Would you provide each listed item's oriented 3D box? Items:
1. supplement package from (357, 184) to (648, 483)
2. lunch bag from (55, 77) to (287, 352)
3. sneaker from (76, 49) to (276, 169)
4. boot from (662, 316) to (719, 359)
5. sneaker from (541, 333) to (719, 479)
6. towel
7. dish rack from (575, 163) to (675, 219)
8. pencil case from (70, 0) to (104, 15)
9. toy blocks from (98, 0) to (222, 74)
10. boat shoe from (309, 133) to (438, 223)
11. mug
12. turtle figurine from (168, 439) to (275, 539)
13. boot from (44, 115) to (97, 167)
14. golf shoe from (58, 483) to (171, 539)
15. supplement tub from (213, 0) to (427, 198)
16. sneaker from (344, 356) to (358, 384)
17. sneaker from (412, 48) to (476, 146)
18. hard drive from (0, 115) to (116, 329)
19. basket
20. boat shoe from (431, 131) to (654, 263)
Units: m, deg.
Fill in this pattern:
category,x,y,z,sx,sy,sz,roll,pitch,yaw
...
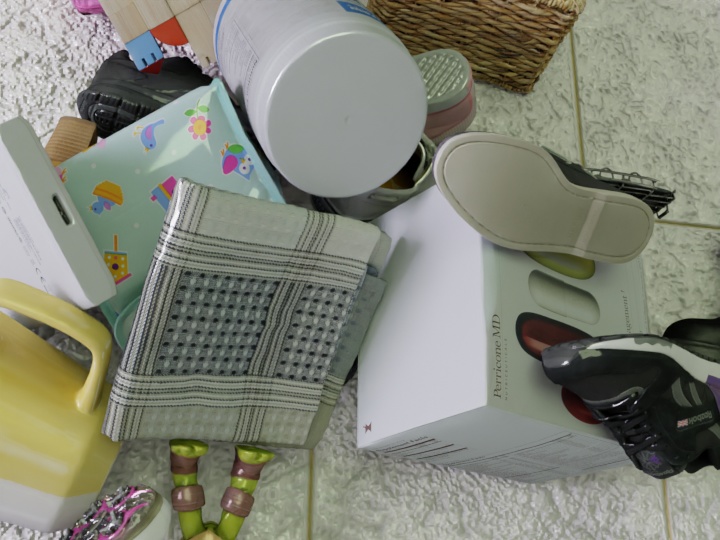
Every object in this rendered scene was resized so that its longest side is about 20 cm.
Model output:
category,x,y,z,sx,sy,sz,roll,pitch,yaw
supplement package,0.117,0.052,0.774,0.198,0.146,0.194,18,61,-34
lunch bag,-0.131,-0.019,0.752,0.169,0.122,0.202,-28,96,-5
sneaker,-0.153,-0.152,0.883,0.197,0.076,0.092,18,54,-9
boot,0.364,0.025,0.915,0.208,0.079,0.161,7,72,-22
sneaker,0.208,0.101,0.685,0.198,0.075,0.089,15,69,-36
towel,-0.072,0.044,0.699,0.198,0.034,0.195,11,104,-41
dish rack,0.174,-0.059,0.846,0.151,0.200,0.056,5,74,-11
pencil case,-0.180,-0.264,0.916,0.196,0.091,0.095,11,72,-5
toy blocks,-0.145,-0.243,0.838,0.198,0.100,0.138,-29,115,-2
boat shoe,0.039,-0.088,0.850,0.199,0.070,0.072,-17,72,-51
mug,-0.249,0.111,0.693,0.151,0.187,0.151,27,66,-10
turtle figurine,-0.107,0.216,0.733,0.196,0.064,0.164,8,85,2
boot,-0.196,-0.042,0.832,0.198,0.071,0.146,14,71,-3
golf shoe,-0.186,0.232,0.672,0.092,0.073,0.200,37,106,-17
supplement tub,-0.038,-0.158,0.764,0.130,0.134,0.201,-10,33,-16
sneaker,0.000,0.000,0.844,0.072,0.082,0.203,14,64,-4
sneaker,0.019,-0.154,0.928,0.197,0.105,0.077,-5,74,17
hard drive,-0.254,-0.024,0.711,0.026,0.199,0.133,-32,100,-34
basket,0.115,-0.293,0.959,0.197,0.149,0.145,14,65,-5
boat shoe,0.125,-0.055,0.701,0.197,0.063,0.074,16,107,-30
